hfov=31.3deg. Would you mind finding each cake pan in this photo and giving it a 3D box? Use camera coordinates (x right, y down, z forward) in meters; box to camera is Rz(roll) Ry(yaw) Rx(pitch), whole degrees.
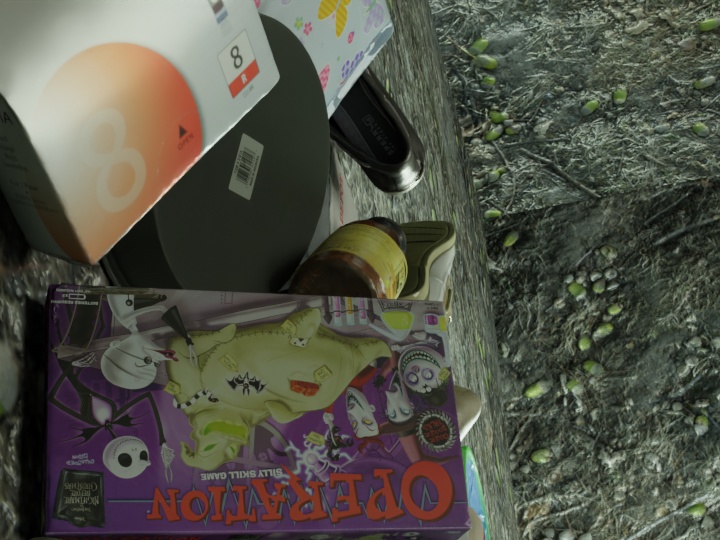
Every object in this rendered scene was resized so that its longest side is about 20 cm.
[{"bbox_3d":[-0.079,-0.063,0.752,0.200,0.036,0.202,-23,117,-55],"label":"cake pan"}]

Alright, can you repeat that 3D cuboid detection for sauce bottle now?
[{"bbox_3d":[0.000,0.000,0.864,0.200,0.065,0.067,-51,131,-72],"label":"sauce bottle"}]

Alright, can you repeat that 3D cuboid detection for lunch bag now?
[{"bbox_3d":[-0.079,-0.180,0.858,0.201,0.126,0.170,-59,146,-35],"label":"lunch bag"}]

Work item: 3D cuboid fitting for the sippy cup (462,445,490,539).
[{"bbox_3d":[0.042,0.230,1.126,0.140,0.129,0.179,-89,165,-46],"label":"sippy cup"}]

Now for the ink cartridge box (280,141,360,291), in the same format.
[{"bbox_3d":[-0.035,0.018,1.031,0.201,0.084,0.147,71,13,-46],"label":"ink cartridge box"}]

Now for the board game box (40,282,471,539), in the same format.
[{"bbox_3d":[-0.049,0.069,0.610,0.032,0.198,0.121,129,-40,-62],"label":"board game box"}]

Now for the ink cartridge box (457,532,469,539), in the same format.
[{"bbox_3d":[-0.016,0.172,0.726,0.200,0.083,0.146,15,-61,64],"label":"ink cartridge box"}]

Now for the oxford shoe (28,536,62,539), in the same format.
[{"bbox_3d":[-0.068,0.151,0.555,0.199,0.075,0.058,20,46,-37],"label":"oxford shoe"}]

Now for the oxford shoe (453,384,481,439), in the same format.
[{"bbox_3d":[-0.002,0.107,0.847,0.074,0.199,0.071,-24,103,-39],"label":"oxford shoe"}]

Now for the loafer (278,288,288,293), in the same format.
[{"bbox_3d":[-0.069,0.050,0.842,0.201,0.070,0.069,-33,117,-82],"label":"loafer"}]

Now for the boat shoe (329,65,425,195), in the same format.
[{"bbox_3d":[-0.020,-0.144,0.985,0.200,0.067,0.057,50,-2,12],"label":"boat shoe"}]

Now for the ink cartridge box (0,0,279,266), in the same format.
[{"bbox_3d":[-0.120,-0.129,0.585,0.162,0.050,0.201,-51,141,-35],"label":"ink cartridge box"}]

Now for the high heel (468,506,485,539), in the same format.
[{"bbox_3d":[0.057,0.208,0.769,0.200,0.067,0.097,39,-49,49],"label":"high heel"}]

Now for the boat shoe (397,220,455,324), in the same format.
[{"bbox_3d":[0.037,0.016,1.021,0.200,0.074,0.069,-58,142,-65],"label":"boat shoe"}]
